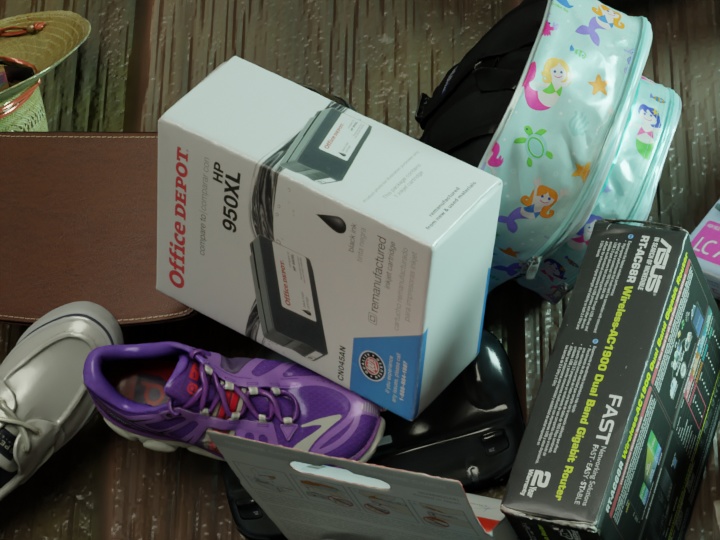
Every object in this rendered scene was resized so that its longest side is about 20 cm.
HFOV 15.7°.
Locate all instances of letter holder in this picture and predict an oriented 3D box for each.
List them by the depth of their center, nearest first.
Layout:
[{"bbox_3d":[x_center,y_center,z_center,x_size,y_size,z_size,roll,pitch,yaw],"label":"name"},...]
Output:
[{"bbox_3d":[-0.169,-0.010,1.771,0.199,0.101,0.143,1,65,22],"label":"letter holder"}]

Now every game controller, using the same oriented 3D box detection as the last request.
[{"bbox_3d":[0.004,0.104,1.658,0.199,0.042,0.105,-16,68,11],"label":"game controller"}]

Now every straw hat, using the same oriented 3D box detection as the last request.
[{"bbox_3d":[-0.267,-0.110,1.879,0.200,0.085,0.201,-16,22,7],"label":"straw hat"}]

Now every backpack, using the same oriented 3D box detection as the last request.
[{"bbox_3d":[0.114,-0.082,1.641,0.150,0.200,0.178,24,65,-4],"label":"backpack"}]

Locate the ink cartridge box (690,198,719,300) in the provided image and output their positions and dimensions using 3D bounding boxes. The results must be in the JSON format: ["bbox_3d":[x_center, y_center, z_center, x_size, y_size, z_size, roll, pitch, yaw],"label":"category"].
[{"bbox_3d":[0.299,-0.055,1.634,0.200,0.042,0.119,-48,39,-14],"label":"ink cartridge box"}]

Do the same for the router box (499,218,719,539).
[{"bbox_3d":[0.156,0.093,1.544,0.062,0.150,0.201,8,62,25],"label":"router box"}]

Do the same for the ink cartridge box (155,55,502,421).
[{"bbox_3d":[-0.024,-0.020,1.594,0.200,0.145,0.084,26,45,23],"label":"ink cartridge box"}]

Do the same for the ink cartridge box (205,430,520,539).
[{"bbox_3d":[0.016,0.130,1.520,0.159,0.200,0.047,10,66,23],"label":"ink cartridge box"}]

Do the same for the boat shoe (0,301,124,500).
[{"bbox_3d":[-0.230,0.103,1.698,0.200,0.072,0.066,-42,9,18],"label":"boat shoe"}]

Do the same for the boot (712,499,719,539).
[{"bbox_3d":[0.289,0.132,1.450,0.199,0.186,0.064,-20,72,10],"label":"boot"}]

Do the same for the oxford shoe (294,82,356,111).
[{"bbox_3d":[-0.047,-0.101,1.758,0.073,0.084,0.200,-56,26,-6],"label":"oxford shoe"}]

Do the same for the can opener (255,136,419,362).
[{"bbox_3d":[0.000,0.000,1.737,0.200,0.053,0.066,-56,22,-18],"label":"can opener"}]

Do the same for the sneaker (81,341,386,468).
[{"bbox_3d":[-0.082,0.085,1.623,0.199,0.083,0.081,5,74,16],"label":"sneaker"}]
